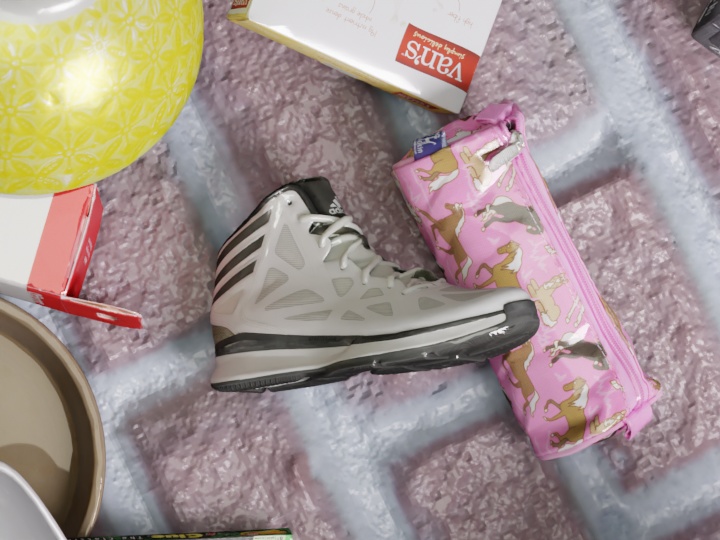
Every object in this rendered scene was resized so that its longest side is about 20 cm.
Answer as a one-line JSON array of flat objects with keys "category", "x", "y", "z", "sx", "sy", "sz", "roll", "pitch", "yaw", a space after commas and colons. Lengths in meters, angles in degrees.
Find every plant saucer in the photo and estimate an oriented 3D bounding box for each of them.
[{"category": "plant saucer", "x": -0.242, "y": 0.107, "z": 1.415, "sx": 0.199, "sy": 0.029, "sz": 0.201, "roll": 0, "pitch": 88, "yaw": -4}]

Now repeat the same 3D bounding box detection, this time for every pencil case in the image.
[{"category": "pencil case", "x": 0.094, "y": 0.008, "z": 1.408, "sx": 0.083, "sy": 0.087, "sz": 0.200, "roll": -26, "pitch": 90, "yaw": 1}]

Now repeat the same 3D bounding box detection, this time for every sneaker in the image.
[{"category": "sneaker", "x": 0.000, "y": 0.000, "z": 1.381, "sx": 0.200, "sy": 0.076, "sz": 0.116, "roll": -9, "pitch": 82, "yaw": 28}]

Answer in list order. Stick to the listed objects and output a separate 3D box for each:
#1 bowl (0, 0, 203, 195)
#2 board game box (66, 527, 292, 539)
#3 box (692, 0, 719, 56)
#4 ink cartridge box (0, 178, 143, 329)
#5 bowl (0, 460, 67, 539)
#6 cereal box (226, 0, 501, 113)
[{"category": "bowl", "x": -0.174, "y": -0.151, "z": 1.311, "sx": 0.199, "sy": 0.108, "sz": 0.201, "roll": 4, "pitch": 66, "yaw": -9}, {"category": "board game box", "x": -0.136, "y": 0.199, "z": 1.401, "sx": 0.199, "sy": 0.023, "sz": 0.105, "roll": -2, "pitch": 98, "yaw": -11}, {"category": "box", "x": 0.286, "y": -0.101, "z": 1.382, "sx": 0.200, "sy": 0.158, "sz": 0.048, "roll": 35, "pitch": 86, "yaw": 0}, {"category": "ink cartridge box", "x": -0.207, "y": -0.027, "z": 1.379, "sx": 0.199, "sy": 0.116, "sz": 0.067, "roll": 16, "pitch": 84, "yaw": -3}, {"category": "bowl", "x": -0.233, "y": 0.211, "z": 1.325, "sx": 0.200, "sy": 0.075, "sz": 0.200, "roll": -27, "pitch": 99, "yaw": -13}, {"category": "cereal box", "x": 0.025, "y": -0.205, "z": 1.417, "sx": 0.144, "sy": 0.040, "sz": 0.201, "roll": 21, "pitch": 86, "yaw": -24}]
